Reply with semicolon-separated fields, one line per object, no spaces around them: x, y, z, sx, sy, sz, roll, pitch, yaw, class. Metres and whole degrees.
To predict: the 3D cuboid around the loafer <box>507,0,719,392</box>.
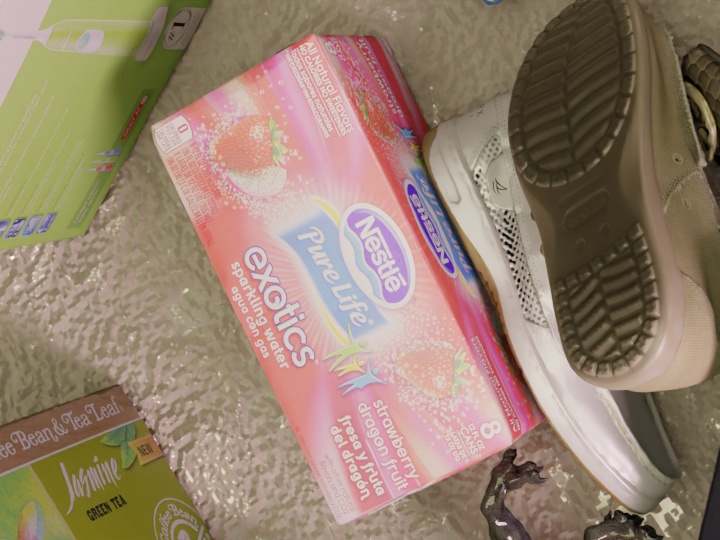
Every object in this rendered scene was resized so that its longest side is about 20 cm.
0.113;-0.032;0.795;0.075;0.068;0.201;-27;50;35;loafer

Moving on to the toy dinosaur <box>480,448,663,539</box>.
0.077;0.135;0.835;0.199;0.047;0.089;26;97;-15;toy dinosaur

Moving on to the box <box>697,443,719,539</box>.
0.218;0.100;0.776;0.140;0.079;0.201;18;124;19;box

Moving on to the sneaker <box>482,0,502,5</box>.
0.014;-0.199;0.849;0.200;0.076;0.105;42;108;9;sneaker

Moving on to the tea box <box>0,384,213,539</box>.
-0.155;0.182;0.883;0.133;0.200;0.197;-35;85;19;tea box

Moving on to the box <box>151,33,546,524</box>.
0.000;0.000;0.862;0.094;0.103;0.201;-27;86;20;box

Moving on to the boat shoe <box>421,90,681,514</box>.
0.100;0.010;0.844;0.069;0.071;0.201;-30;84;20;boat shoe

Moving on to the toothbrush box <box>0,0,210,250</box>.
-0.171;-0.089;0.859;0.086;0.200;0.146;34;106;12;toothbrush box

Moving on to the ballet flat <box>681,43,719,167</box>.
0.193;-0.008;0.815;0.046;0.067;0.201;-34;91;10;ballet flat
